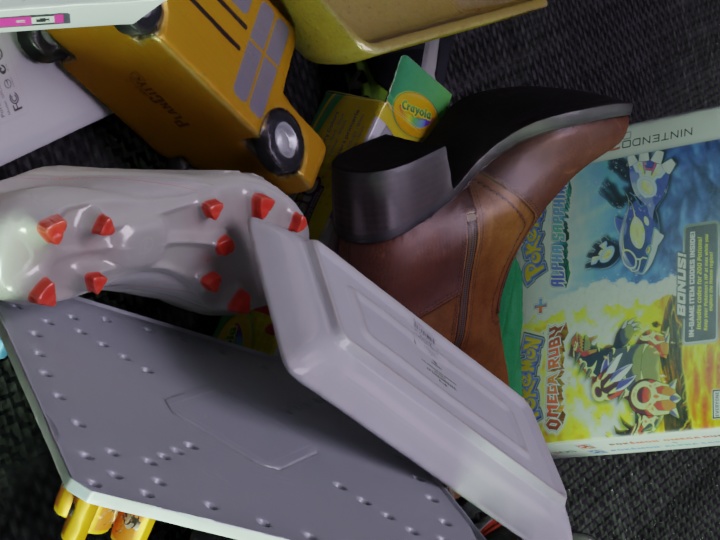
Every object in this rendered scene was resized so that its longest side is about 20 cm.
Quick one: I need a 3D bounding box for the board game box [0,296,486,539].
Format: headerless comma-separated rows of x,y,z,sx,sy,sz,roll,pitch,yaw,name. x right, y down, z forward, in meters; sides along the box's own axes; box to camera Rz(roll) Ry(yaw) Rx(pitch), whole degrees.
-0.054,0.075,0.780,0.199,0.200,0.026,19,104,-28,board game box

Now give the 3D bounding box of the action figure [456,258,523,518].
0.063,0.042,1.089,0.118,0.054,0.201,43,43,-39,action figure

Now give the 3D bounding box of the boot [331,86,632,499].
0.072,0.017,0.961,0.188,0.068,0.201,-27,119,-39,boot

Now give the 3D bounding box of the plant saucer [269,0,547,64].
-0.020,-0.183,0.969,0.200,0.048,0.200,50,33,11,plant saucer

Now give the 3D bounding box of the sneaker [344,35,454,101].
0.007,-0.133,1.059,0.082,0.072,0.201,22,64,-12,sneaker

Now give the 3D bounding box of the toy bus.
-0.092,-0.111,0.854,0.200,0.065,0.079,43,49,-40,toy bus

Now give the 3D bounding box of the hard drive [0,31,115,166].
-0.153,-0.126,0.849,0.200,0.027,0.133,-35,111,-51,hard drive

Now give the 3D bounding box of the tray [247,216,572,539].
0.030,0.052,0.850,0.200,0.022,0.108,38,20,-35,tray

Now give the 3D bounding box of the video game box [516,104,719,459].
0.170,0.008,1.135,0.047,0.181,0.202,22,65,-46,video game box

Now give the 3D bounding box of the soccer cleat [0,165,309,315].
-0.102,-0.018,0.841,0.199,0.077,0.070,0,108,-51,soccer cleat

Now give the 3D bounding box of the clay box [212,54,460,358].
0.000,0.000,0.966,0.115,0.047,0.201,36,74,-45,clay box

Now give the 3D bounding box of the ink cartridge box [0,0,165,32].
-0.147,-0.143,0.742,0.037,0.198,0.095,119,-35,-79,ink cartridge box

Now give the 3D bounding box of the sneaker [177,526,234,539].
-0.045,0.176,0.912,0.105,0.075,0.202,9,98,-12,sneaker

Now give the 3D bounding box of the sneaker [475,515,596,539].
0.070,0.190,1.041,0.200,0.081,0.078,-39,114,-48,sneaker
